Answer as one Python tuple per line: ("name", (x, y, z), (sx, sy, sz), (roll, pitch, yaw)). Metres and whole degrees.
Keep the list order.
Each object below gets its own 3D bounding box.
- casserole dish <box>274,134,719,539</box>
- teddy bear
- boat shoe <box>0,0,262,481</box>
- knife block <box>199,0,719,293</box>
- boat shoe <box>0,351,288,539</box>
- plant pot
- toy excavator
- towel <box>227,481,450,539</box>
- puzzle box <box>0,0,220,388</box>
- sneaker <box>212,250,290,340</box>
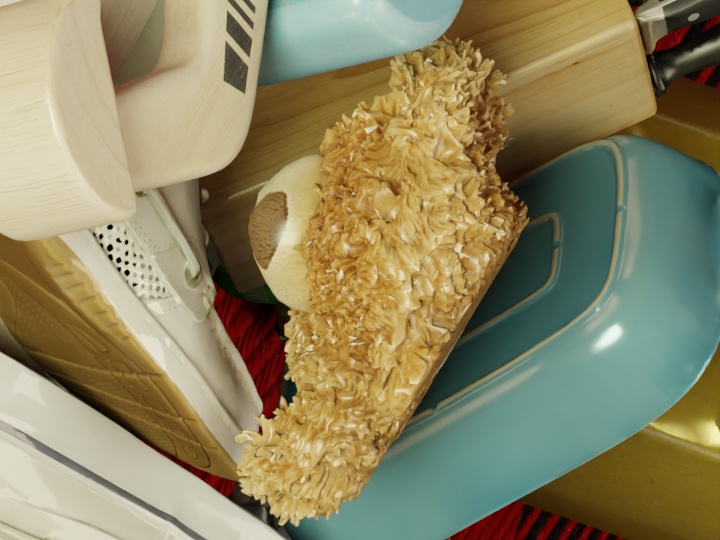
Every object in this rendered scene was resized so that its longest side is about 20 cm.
("casserole dish", (0.038, 0.024, 0.976), (0.039, 0.200, 0.122), (41, 35, -27))
("teddy bear", (0.004, -0.002, 0.869), (0.146, 0.067, 0.200), (-61, 176, 13))
("boat shoe", (-0.071, -0.015, 0.846), (0.069, 0.071, 0.200), (-57, 141, -22))
("knife block", (0.058, -0.070, 0.971), (0.201, 0.175, 0.064), (-64, 158, -19))
("boat shoe", (-0.081, 0.083, 0.913), (0.066, 0.072, 0.200), (-60, 141, -9))
("plant pot", (0.124, 0.012, 1.210), (0.200, 0.194, 0.195), (49, 60, -83))
("toy excavator", (-0.030, -0.085, 0.815), (0.194, 0.099, 0.201), (29, 55, -52))
("towel", (-0.013, 0.194, 1.043), (0.201, 0.085, 0.166), (-105, -151, -43))
("puzzle box", (-0.064, -0.048, 0.964), (0.201, 0.025, 0.133), (-64, 159, -20))
("sneaker", (0.000, 0.000, 1.106), (0.200, 0.074, 0.084), (-9, 112, -69))
